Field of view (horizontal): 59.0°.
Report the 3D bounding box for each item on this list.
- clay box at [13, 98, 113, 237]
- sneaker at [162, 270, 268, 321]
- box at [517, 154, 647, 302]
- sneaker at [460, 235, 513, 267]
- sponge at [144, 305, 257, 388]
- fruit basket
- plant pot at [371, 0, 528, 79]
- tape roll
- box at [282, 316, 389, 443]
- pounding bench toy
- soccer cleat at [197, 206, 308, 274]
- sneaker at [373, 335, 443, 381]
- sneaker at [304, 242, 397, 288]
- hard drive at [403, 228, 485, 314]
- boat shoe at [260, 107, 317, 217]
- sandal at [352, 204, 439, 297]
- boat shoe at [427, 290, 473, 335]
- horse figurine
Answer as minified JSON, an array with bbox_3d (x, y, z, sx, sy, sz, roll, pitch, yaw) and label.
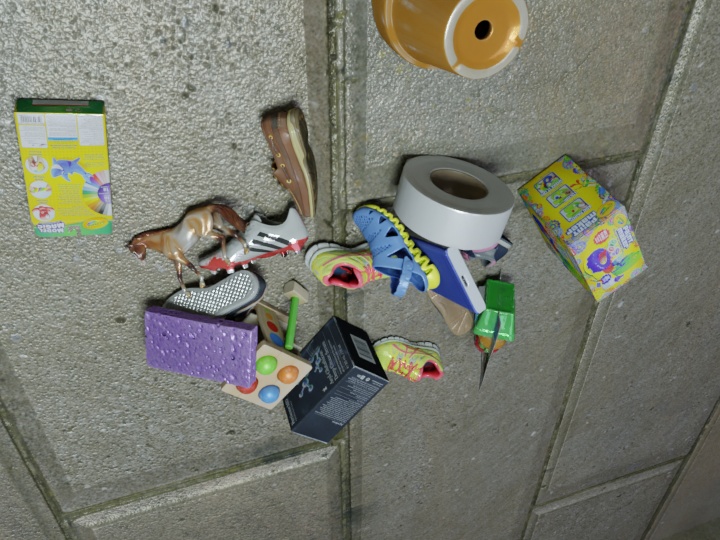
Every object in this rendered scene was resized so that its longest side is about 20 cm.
[{"bbox_3d":[-0.424,-0.144,0.923,0.114,0.048,0.201,-4,129,-21],"label":"clay box"},{"bbox_3d":[-0.255,0.059,1.136,0.198,0.079,0.079,-19,168,15],"label":"sneaker"},{"bbox_3d":[0.435,-0.083,1.249,0.122,0.193,0.200,-36,132,8],"label":"box"},{"bbox_3d":[0.216,-0.058,1.255,0.199,0.070,0.082,22,113,-34],"label":"sneaker"},{"bbox_3d":[-0.276,0.131,1.097,0.198,0.030,0.113,10,114,11],"label":"sponge"},{"bbox_3d":[0.275,0.128,1.376,0.093,0.186,0.201,16,129,3],"label":"fruit basket"},{"bbox_3d":[0.138,-0.366,0.896,0.198,0.184,0.202,-12,131,-14],"label":"plant pot"},{"bbox_3d":[0.158,-0.121,1.094,0.200,0.203,0.071,-1,128,-22],"label":"tape roll"},{"bbox_3d":[-0.062,0.226,1.311,0.107,0.149,0.200,29,111,-37],"label":"box"},{"bbox_3d":[-0.162,0.134,1.187,0.200,0.156,0.124,-46,130,15],"label":"pounding bench toy"},{"bbox_3d":[-0.188,-0.052,1.094,0.198,0.069,0.086,-14,100,5],"label":"soccer cleat"},{"bbox_3d":[0.102,0.203,1.403,0.198,0.091,0.079,3,127,-24],"label":"sneaker"},{"bbox_3d":[0.000,0.000,1.185,0.198,0.091,0.079,-4,127,-23],"label":"sneaker"},{"bbox_3d":[0.145,-0.003,1.157,0.025,0.200,0.133,-33,110,-10],"label":"hard drive"},{"bbox_3d":[-0.110,-0.170,1.030,0.067,0.072,0.201,-5,136,7],"label":"boat shoe"},{"bbox_3d":[0.052,-0.031,1.134,0.087,0.200,0.080,-37,171,-24],"label":"sandal"},{"bbox_3d":[0.171,0.044,1.323,0.072,0.065,0.201,-33,115,-6],"label":"boat shoe"},{"bbox_3d":[-0.271,-0.047,1.046,0.199,0.050,0.133,-36,95,12],"label":"horse figurine"}]
